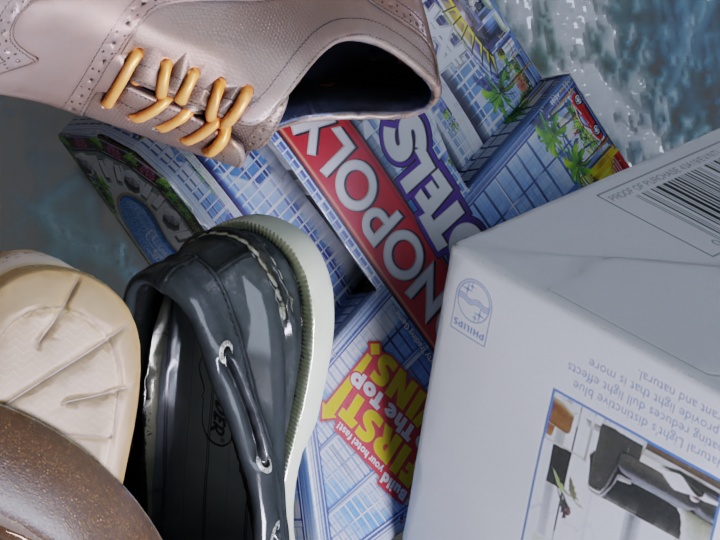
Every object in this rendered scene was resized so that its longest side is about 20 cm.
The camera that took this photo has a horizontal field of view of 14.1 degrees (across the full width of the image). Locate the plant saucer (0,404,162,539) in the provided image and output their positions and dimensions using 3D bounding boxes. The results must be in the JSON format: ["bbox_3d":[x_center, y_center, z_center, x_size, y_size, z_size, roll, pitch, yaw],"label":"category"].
[{"bbox_3d":[-0.138,0.132,0.816,0.200,0.032,0.201,-6,107,-18],"label":"plant saucer"}]

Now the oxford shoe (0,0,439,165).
[{"bbox_3d":[-0.057,-0.070,0.852,0.200,0.071,0.073,-10,61,-38],"label":"oxford shoe"}]

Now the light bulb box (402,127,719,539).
[{"bbox_3d":[0.121,0.075,0.964,0.198,0.125,0.200,-22,131,-44],"label":"light bulb box"}]

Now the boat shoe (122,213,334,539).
[{"bbox_3d":[-0.053,0.084,0.890,0.066,0.074,0.200,-13,119,-54],"label":"boat shoe"}]

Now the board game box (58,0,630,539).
[{"bbox_3d":[0.000,0.000,0.974,0.200,0.062,0.200,-49,116,-31],"label":"board game box"}]

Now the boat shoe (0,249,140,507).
[{"bbox_3d":[-0.113,0.089,0.868,0.074,0.069,0.200,13,100,-22],"label":"boat shoe"}]
